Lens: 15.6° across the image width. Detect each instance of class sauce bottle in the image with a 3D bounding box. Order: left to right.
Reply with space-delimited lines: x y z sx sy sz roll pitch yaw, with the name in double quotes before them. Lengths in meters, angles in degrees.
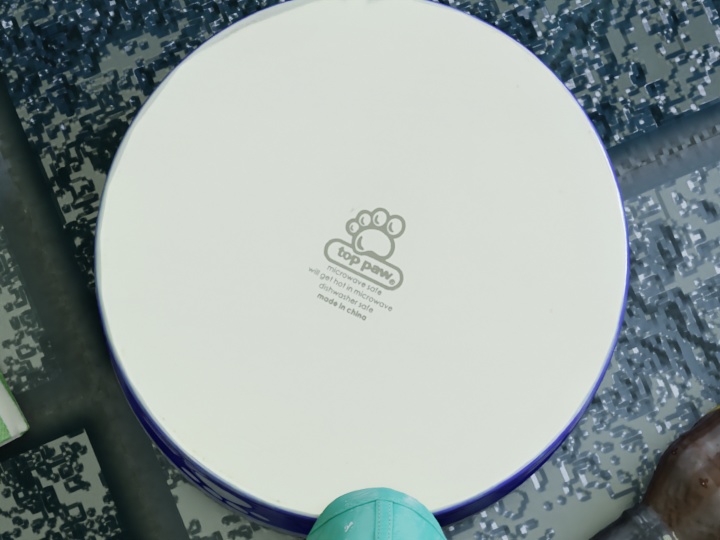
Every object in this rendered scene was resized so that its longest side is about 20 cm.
"sauce bottle" 0.158 0.071 0.984 0.200 0.065 0.065 -33 83 -7

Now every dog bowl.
"dog bowl" 0.000 0.000 0.985 0.199 0.079 0.201 0 81 -2

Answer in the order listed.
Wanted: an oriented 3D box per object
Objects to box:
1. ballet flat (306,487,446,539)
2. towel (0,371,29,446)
"ballet flat" 0.000 0.177 0.921 0.067 0.070 0.201 2 107 1
"towel" -0.245 0.052 0.999 0.199 0.023 0.153 -31 82 -5
